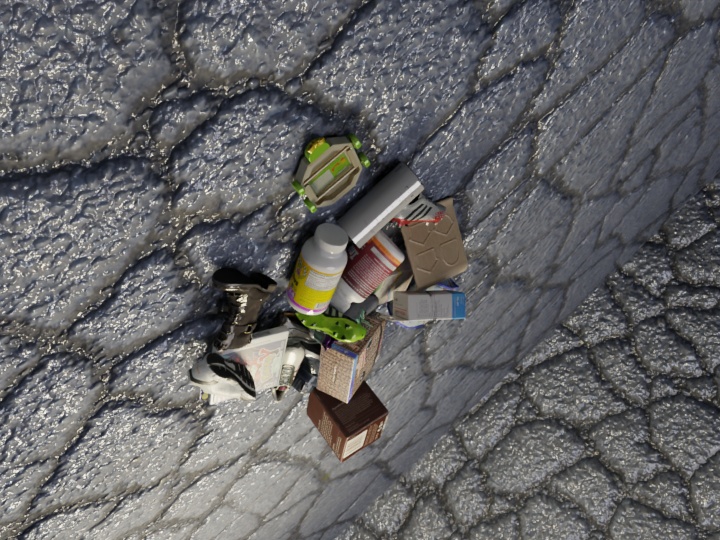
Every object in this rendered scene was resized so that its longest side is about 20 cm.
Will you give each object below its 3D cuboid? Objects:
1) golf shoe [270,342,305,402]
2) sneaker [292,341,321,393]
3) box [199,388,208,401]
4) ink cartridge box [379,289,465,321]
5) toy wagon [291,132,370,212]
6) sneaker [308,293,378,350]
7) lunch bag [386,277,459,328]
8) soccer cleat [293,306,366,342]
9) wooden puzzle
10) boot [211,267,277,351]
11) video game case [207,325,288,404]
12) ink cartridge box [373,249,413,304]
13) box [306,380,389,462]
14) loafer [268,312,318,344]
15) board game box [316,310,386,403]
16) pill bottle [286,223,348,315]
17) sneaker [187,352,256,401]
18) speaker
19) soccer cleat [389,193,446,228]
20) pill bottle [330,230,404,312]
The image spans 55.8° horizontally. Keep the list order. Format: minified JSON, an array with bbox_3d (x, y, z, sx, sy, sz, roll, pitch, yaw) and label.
[{"bbox_3d":[-0.185,0.255,1.726,0.076,0.089,0.201,8,139,-14],"label":"golf shoe"},{"bbox_3d":[-0.146,0.261,1.833,0.146,0.077,0.202,-47,154,4],"label":"sneaker"},{"bbox_3d":[-0.302,0.235,1.640,0.198,0.032,0.122,-22,147,-32],"label":"box"},{"bbox_3d":[0.155,0.088,1.737,0.197,0.069,0.116,-1,-177,-17],"label":"ink cartridge box"},{"bbox_3d":[-0.064,-0.202,1.315,0.155,0.040,0.200,-40,152,-3],"label":"toy wagon"},{"bbox_3d":[-0.024,0.131,1.659,0.198,0.088,0.075,-29,137,-20],"label":"sneaker"},{"bbox_3d":[0.167,0.070,1.906,0.171,0.124,0.200,-50,167,15],"label":"lunch bag"},{"bbox_3d":[-0.075,0.115,1.588,0.081,0.198,0.068,11,104,-57],"label":"soccer cleat"},{"bbox_3d":[0.183,-0.068,1.743,0.184,0.046,0.203,-22,105,-33],"label":"wooden puzzle"},{"bbox_3d":[-0.260,0.090,1.409,0.199,0.069,0.176,12,108,-60],"label":"boot"},{"bbox_3d":[-0.263,0.222,1.590,0.180,0.023,0.202,-12,137,-29],"label":"video game case"},{"bbox_3d":[0.071,0.022,1.781,0.198,0.067,0.118,-19,145,-37],"label":"ink cartridge box"},{"bbox_3d":[-0.042,0.438,2.089,0.163,0.200,0.167,-25,149,-28],"label":"box"},{"bbox_3d":[-0.134,0.135,1.677,0.199,0.073,0.073,-4,132,-51],"label":"loafer"},{"bbox_3d":[-0.023,0.215,1.800,0.200,0.096,0.161,-49,154,-48],"label":"board game box"},{"bbox_3d":[-0.091,-0.004,1.493,0.103,0.104,0.201,-16,143,-40],"label":"pill bottle"},{"bbox_3d":[-0.307,0.245,1.518,0.079,0.074,0.200,-29,140,14],"label":"sneaker"},{"bbox_3d":[0.043,-0.142,1.494,0.200,0.081,0.081,-43,153,1],"label":"speaker"},{"bbox_3d":[0.143,-0.155,1.621,0.198,0.068,0.086,-11,122,-43],"label":"soccer cleat"},{"bbox_3d":[0.000,0.000,1.608,0.200,0.113,0.113,-45,153,7],"label":"pill bottle"}]
